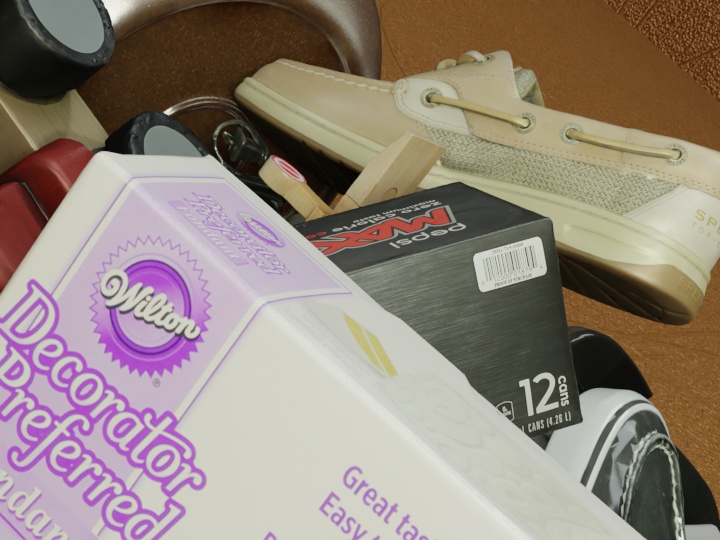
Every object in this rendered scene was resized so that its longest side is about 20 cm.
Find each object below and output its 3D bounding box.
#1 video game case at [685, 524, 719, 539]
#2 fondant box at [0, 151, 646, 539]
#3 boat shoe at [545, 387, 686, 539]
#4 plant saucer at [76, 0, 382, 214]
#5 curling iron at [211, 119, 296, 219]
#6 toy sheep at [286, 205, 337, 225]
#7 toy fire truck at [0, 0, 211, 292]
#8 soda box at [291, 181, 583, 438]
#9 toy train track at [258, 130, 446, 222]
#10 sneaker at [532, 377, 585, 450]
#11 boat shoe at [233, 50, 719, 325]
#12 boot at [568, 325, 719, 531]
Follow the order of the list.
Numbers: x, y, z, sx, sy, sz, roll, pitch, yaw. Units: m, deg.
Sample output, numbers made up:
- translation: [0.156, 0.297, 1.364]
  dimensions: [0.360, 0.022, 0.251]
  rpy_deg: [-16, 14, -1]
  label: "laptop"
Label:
- translation: [0.131, 0.189, 0.836]
  dimensions: [0.182, 0.024, 0.201]
  rpy_deg: [10, 54, -59]
  label: "video game case"
- translation: [-0.050, 0.095, 0.509]
  dimensions: [0.144, 0.200, 0.058]
  rpy_deg: [41, 16, 19]
  label: "fondant box"
- translation: [0.090, 0.135, 0.719]
  dimensions: [0.068, 0.200, 0.074]
  rpy_deg: [-5, -24, 38]
  label: "boat shoe"
- translation: [-0.072, -0.052, 0.890]
  dimensions: [0.200, 0.200, 0.032]
  rpy_deg: [20, 24, -46]
  label: "plant saucer"
- translation: [-0.118, -0.020, 0.840]
  dimensions: [0.199, 0.050, 0.026]
  rpy_deg: [-10, 33, -17]
  label: "curling iron"
- translation: [-0.006, 0.039, 0.892]
  dimensions: [0.138, 0.138, 0.200]
  rpy_deg: [39, 37, 7]
  label: "toy sheep"
- translation: [-0.138, -0.038, 0.660]
  dimensions: [0.176, 0.128, 0.200]
  rpy_deg: [55, 29, -4]
  label: "toy fire truck"
- translation: [-0.044, 0.032, 0.628]
  dimensions: [0.199, 0.064, 0.071]
  rpy_deg: [-15, 16, -18]
  label: "soda box"
- translation: [0.000, 0.000, 0.772]
  dimensions: [0.033, 0.115, 0.200]
  rpy_deg: [45, 15, 29]
  label: "toy train track"
- translation: [0.034, 0.050, 0.786]
  dimensions: [0.074, 0.079, 0.200]
  rpy_deg: [57, 11, 33]
  label: "sneaker"
- translation: [0.046, -0.044, 0.830]
  dimensions: [0.199, 0.065, 0.072]
  rpy_deg: [22, -10, 28]
  label: "boat shoe"
- translation: [0.073, 0.076, 1.054]
  dimensions: [0.174, 0.069, 0.201]
  rpy_deg: [20, -41, 53]
  label: "boot"
